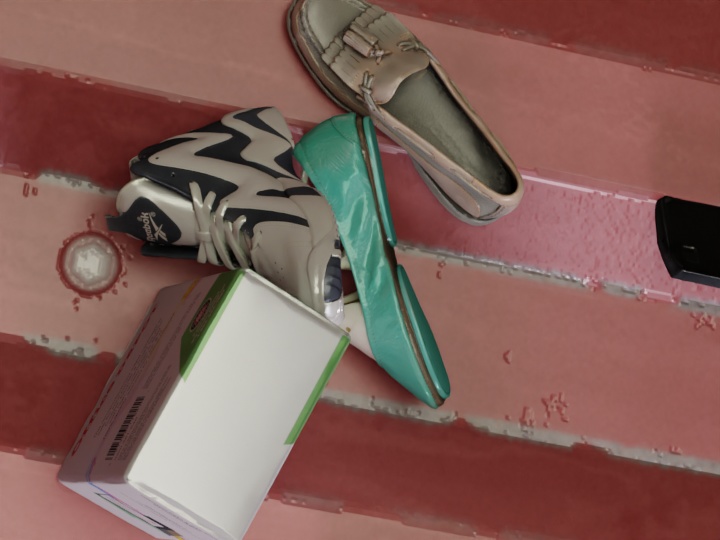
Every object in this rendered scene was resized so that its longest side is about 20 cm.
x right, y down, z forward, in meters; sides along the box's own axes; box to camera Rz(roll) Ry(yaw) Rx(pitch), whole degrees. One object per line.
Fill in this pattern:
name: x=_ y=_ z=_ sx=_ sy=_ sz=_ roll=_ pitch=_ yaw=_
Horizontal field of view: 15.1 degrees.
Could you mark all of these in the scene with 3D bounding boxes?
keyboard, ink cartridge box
keyboard: x=0.292 y=0.012 z=1.852 sx=0.199 sy=0.040 sz=0.105 roll=11 pitch=43 yaw=-12
ink cartridge box: x=-0.099 y=0.085 z=1.659 sx=0.084 sy=0.200 sz=0.145 roll=32 pitch=77 yaw=-13

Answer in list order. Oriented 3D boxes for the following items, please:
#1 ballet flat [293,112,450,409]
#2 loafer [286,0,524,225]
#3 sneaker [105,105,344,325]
ballet flat: x=0.000 y=0.000 z=1.772 sx=0.070 sy=0.067 sz=0.201 roll=-17 pitch=89 yaw=8
loafer: x=0.036 y=-0.115 z=1.785 sx=0.200 sy=0.063 sz=0.072 roll=46 pitch=75 yaw=-7
sneaker: x=-0.089 y=-0.024 z=1.692 sx=0.129 sy=0.080 sz=0.200 roll=-13 pitch=46 yaw=-12
